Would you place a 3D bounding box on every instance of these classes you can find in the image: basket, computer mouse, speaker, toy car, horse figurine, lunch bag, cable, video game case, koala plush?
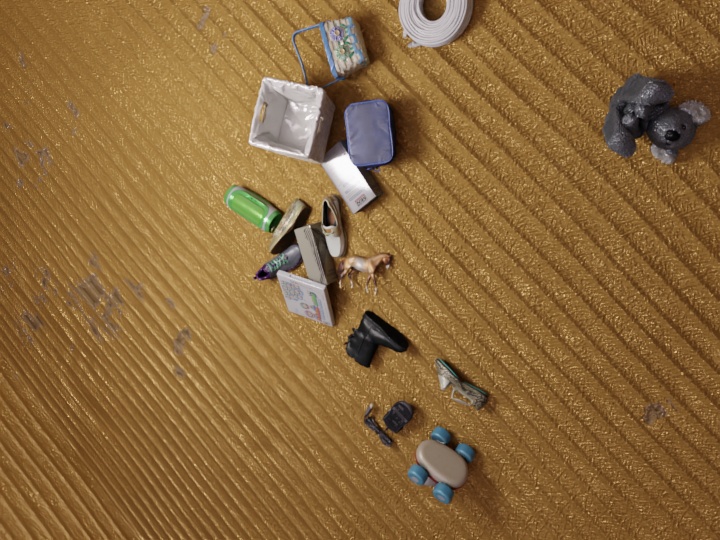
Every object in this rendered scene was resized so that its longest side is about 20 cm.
[{"bbox_3d":[-0.086,-0.629,1.630,0.198,0.139,0.179,-17,97,19],"label":"basket"},{"bbox_3d":[0.095,0.478,1.896,0.140,0.046,0.201,40,123,17],"label":"computer mouse"},{"bbox_3d":[-0.192,-0.433,1.667,0.197,0.161,0.201,15,95,14],"label":"basket"},{"bbox_3d":[-0.362,-0.209,1.916,0.199,0.088,0.089,33,116,16],"label":"speaker"},{"bbox_3d":[0.244,0.643,1.818,0.176,0.185,0.201,31,144,15],"label":"toy car"},{"bbox_3d":[0.000,0.000,1.804,0.198,0.050,0.135,10,96,31],"label":"horse figurine"},{"bbox_3d":[0.036,-0.386,1.642,0.134,0.132,0.203,-2,102,11],"label":"lunch bag"},{"bbox_3d":[0.197,-0.701,1.508,0.197,0.069,0.203,8,107,25],"label":"cable"},{"bbox_3d":[-0.179,0.094,1.882,0.180,0.024,0.201,17,143,22],"label":"video game case"},{"bbox_3d":[0.691,-0.348,1.323,0.198,0.185,0.179,22,124,-3],"label":"koala plush"}]

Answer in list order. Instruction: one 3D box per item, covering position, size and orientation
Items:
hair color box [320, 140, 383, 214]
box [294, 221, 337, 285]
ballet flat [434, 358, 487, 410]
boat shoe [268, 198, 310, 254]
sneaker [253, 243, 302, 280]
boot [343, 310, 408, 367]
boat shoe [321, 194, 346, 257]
[{"bbox_3d":[-0.029,-0.286,1.740,0.099,0.060,0.201,-35,86,30],"label":"hair color box"},{"bbox_3d":[-0.143,-0.050,1.850,0.068,0.082,0.203,-13,99,28],"label":"box"},{"bbox_3d":[0.293,0.355,1.738,0.199,0.068,0.076,37,80,11],"label":"ballet flat"},{"bbox_3d":[-0.242,-0.142,1.877,0.063,0.073,0.201,42,100,26],"label":"boat shoe"},{"bbox_3d":[-0.275,-0.018,1.920,0.199,0.087,0.075,-36,87,30],"label":"sneaker"},{"bbox_3d":[0.046,0.244,1.838,0.198,0.073,0.164,38,115,21],"label":"boot"},{"bbox_3d":[-0.093,-0.137,1.807,0.074,0.068,0.203,-2,103,27],"label":"boat shoe"}]
